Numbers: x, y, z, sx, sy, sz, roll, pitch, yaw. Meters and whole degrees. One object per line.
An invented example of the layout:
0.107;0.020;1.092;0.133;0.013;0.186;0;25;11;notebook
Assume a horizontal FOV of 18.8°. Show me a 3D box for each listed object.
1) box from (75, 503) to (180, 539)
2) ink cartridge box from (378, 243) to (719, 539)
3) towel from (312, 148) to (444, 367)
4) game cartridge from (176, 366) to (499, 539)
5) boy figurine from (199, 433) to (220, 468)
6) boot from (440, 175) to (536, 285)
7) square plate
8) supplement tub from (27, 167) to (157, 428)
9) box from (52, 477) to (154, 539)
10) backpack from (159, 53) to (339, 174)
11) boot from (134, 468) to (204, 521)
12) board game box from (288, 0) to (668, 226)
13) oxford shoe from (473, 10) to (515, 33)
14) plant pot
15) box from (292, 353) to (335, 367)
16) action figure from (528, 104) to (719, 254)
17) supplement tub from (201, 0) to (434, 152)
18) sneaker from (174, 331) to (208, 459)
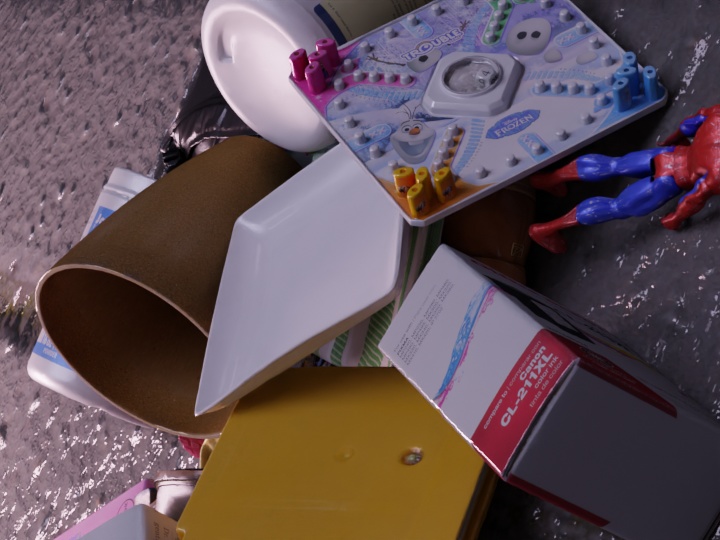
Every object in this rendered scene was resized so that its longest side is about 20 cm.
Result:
-0.169;0.299;1.464;0.200;0.130;0.200;-32;42;29;box
0.117;0.075;1.291;0.083;0.145;0.200;-59;28;7;ink cartridge box
0.000;0.000;1.575;0.200;0.023;0.154;25;108;63;towel
-0.006;0.131;1.426;0.199;0.033;0.177;-1;39;25;game cartridge
-0.083;0.198;1.635;0.124;0.064;0.201;-51;32;37;boy figurine
0.052;-0.002;1.557;0.200;0.073;0.156;-33;47;54;boot
-0.028;-0.008;1.503;0.200;0.028;0.199;-33;32;34;square plate
-0.197;0.025;1.906;0.132;0.131;0.201;14;81;62;supplement tub
-0.188;0.294;1.705;0.176;0.096;0.201;-34;41;44;box
-0.069;-0.138;1.818;0.200;0.126;0.168;2;76;62;backpack
-0.119;0.198;1.560;0.200;0.074;0.098;136;135;-68;boot
0.075;-0.133;1.488;0.199;0.026;0.200;-27;45;-12;board game box
0.104;-0.173;1.589;0.073;0.084;0.200;-54;28;24;oxford shoe
-0.122;-0.005;1.689;0.186;0.186;0.200;-24;27;52;plant pot
-0.023;0.030;1.698;0.110;0.035;0.201;-18;53;56;box
0.192;-0.061;1.379;0.199;0.052;0.066;-19;57;48;action figure
-0.009;-0.200;1.671;0.200;0.145;0.145;-41;13;-32;supplement tub
-0.104;0.063;1.785;0.075;0.080;0.201;106;177;-66;sneaker
